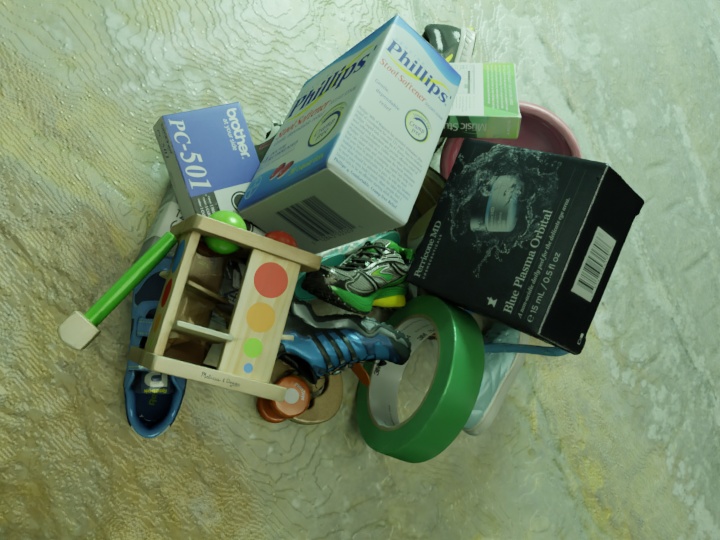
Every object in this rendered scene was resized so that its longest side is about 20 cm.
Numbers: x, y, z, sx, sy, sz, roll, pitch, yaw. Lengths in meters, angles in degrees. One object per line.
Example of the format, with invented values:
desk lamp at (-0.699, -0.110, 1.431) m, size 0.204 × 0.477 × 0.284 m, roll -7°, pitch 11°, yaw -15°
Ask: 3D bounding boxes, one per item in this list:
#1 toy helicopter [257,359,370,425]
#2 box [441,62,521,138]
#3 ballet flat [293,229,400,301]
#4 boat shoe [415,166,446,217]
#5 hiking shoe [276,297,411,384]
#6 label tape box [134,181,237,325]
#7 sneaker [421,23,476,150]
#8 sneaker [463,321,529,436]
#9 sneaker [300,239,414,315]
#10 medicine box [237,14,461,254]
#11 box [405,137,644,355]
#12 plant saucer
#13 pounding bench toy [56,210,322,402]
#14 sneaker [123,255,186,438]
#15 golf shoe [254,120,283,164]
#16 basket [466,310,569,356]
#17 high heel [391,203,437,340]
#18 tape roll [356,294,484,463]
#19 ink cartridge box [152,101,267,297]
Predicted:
toy helicopter at (-0.065, 0.089, 0.831) m, size 0.132 × 0.079 × 0.201 m, roll -3°, pitch 74°, yaw -23°
box at (0.105, -0.225, 0.876) m, size 0.199 × 0.036 × 0.145 m, roll 2°, pitch 43°, yaw 9°
ballet flat at (-0.033, -0.017, 0.855) m, size 0.200 × 0.072 × 0.072 m, roll -25°, pitch 97°, yaw -41°
boat shoe at (0.119, -0.063, 0.955) m, size 0.076 × 0.072 × 0.200 m, roll -47°, pitch 107°, yaw -13°
hiking shoe at (-0.036, 0.093, 0.778) m, size 0.199 × 0.074 × 0.087 m, roll 15°, pitch 70°, yaw -17°
label tape box at (-0.165, -0.049, 0.792) m, size 0.143 × 0.066 × 0.201 m, roll 27°, pitch 74°, yaw -24°
sneaker at (0.105, -0.265, 0.976) m, size 0.084 × 0.074 × 0.201 m, roll 16°, pitch 81°, yaw -2°
sneaker at (0.178, 0.131, 0.961) m, size 0.082 × 0.074 × 0.201 m, roll 35°, pitch 67°, yaw -24°
sneaker at (0.000, 0.000, 0.799) m, size 0.200 × 0.078 × 0.086 m, roll -5°, pitch 113°, yaw -61°
medicine box at (-0.013, -0.134, 0.710) m, size 0.103 × 0.182 × 0.201 m, roll 35°, pitch 61°, yaw -26°
box at (0.190, -0.033, 0.796) m, size 0.117 × 0.200 × 0.198 m, roll 23°, pitch 90°, yaw -46°
plant saucer at (0.216, -0.150, 0.961) m, size 0.201 × 0.200 × 0.051 m, roll 50°, pitch 35°, yaw -15°
pounding bench toy at (-0.161, 0.018, 0.628) m, size 0.199 × 0.124 × 0.157 m, roll 19°, pitch 80°, yaw -25°
sneaker at (-0.210, 0.084, 0.706) m, size 0.074 × 0.082 × 0.201 m, roll 5°, pitch 105°, yaw -14°
golf shoe at (-0.069, -0.167, 0.853) m, size 0.088 × 0.077 × 0.200 m, roll 38°, pitch 47°, yaw 11°
basket at (0.224, 0.033, 0.902) m, size 0.139 × 0.176 × 0.200 m, roll 54°, pitch 49°, yaw -34°
high heel at (0.123, -0.004, 0.918) m, size 0.142 × 0.071 × 0.200 m, roll 35°, pitch 100°, yaw -16°
tape roll at (0.069, 0.131, 0.825) m, size 0.048 × 0.200 × 0.201 m, roll 26°, pitch 72°, yaw -25°
ink cartridge box at (-0.150, -0.078, 0.743) m, size 0.094 × 0.044 × 0.201 m, roll -21°, pitch 93°, yaw -32°
